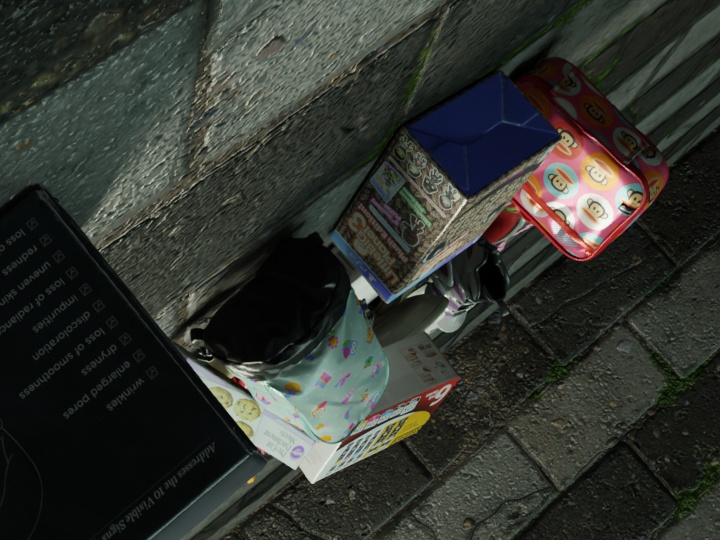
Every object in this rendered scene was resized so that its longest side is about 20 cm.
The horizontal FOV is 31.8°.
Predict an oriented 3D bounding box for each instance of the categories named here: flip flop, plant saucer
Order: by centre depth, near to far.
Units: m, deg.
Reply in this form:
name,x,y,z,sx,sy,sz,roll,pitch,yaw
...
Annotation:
name,x,y,z,sx,sy,sz,roll,pitch,yaw
flip flop,0.036,0.016,1.695,0.081,0.058,0.200,-35,-175,-8
plant saucer,0.030,0.083,1.747,0.200,0.050,0.200,-37,-177,2

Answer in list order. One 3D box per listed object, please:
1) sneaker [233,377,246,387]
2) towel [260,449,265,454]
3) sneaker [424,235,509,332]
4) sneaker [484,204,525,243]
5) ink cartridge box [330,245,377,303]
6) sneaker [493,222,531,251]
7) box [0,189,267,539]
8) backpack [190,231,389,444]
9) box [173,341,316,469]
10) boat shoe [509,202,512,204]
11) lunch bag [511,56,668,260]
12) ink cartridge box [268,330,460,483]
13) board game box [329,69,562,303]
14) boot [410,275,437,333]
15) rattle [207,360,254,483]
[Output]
name,x,y,z,sx,sy,sz,roll,pitch,yaw
sneaker,-0.154,0.149,1.528,0.200,0.078,0.116,-51,165,-20
towel,-0.101,0.182,1.590,0.145,0.022,0.200,-48,170,-21
sneaker,0.159,0.034,1.779,0.078,0.140,0.201,-28,137,-27
sneaker,0.197,-0.110,1.745,0.085,0.077,0.200,-19,151,-38
ink cartridge box,0.000,0.000,1.486,0.109,0.050,0.200,-39,171,-17
sneaker,0.190,-0.070,1.873,0.095,0.079,0.200,-21,160,-30
box,-0.193,0.099,0.742,0.200,0.197,0.124,-39,170,-7
backpack,-0.056,0.081,1.238,0.167,0.127,0.200,-41,148,-11
box,-0.125,0.138,1.273,0.042,0.039,0.200,-51,129,-2
boat shoe,0.137,-0.108,1.536,0.062,0.072,0.200,-18,174,18
lunch bag,0.220,-0.115,1.394,0.082,0.200,0.176,-38,170,-41
ink cartridge box,0.003,0.185,1.617,0.199,0.084,0.176,-19,151,-42
board game box,0.084,-0.084,1.298,0.159,0.097,0.200,-34,167,-36
boot,0.116,0.026,1.899,0.073,0.096,0.200,-37,169,-23
rattle,-0.081,0.106,1.372,0.200,0.143,0.130,-32,164,-32
